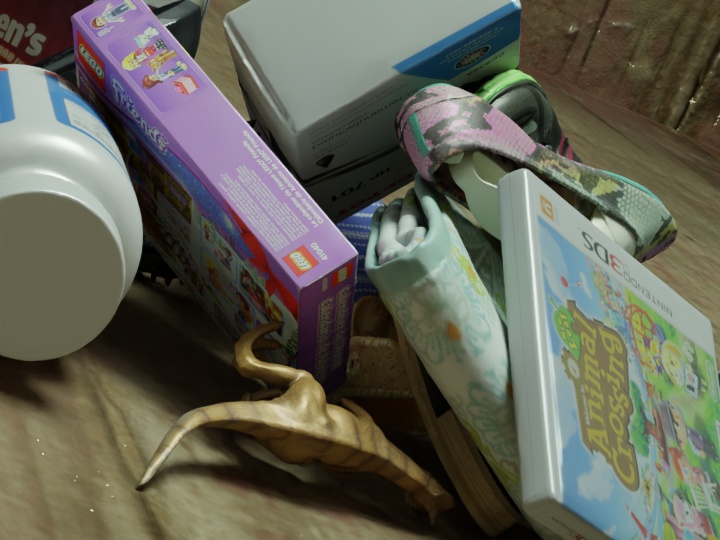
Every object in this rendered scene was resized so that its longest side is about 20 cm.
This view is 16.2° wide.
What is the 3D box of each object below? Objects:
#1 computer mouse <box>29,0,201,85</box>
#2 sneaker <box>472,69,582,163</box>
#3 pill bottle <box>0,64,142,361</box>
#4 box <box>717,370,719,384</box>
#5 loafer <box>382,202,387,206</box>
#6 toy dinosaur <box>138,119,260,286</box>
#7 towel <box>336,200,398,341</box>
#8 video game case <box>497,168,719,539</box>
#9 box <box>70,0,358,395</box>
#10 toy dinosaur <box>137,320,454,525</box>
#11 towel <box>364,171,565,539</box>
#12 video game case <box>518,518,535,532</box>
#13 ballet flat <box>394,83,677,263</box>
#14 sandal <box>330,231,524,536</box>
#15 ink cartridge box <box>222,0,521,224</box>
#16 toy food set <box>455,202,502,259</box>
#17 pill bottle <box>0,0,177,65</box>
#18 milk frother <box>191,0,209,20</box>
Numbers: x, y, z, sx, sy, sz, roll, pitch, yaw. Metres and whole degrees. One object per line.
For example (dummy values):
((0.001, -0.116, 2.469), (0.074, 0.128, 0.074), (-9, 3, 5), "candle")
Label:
((-0.174, -0.092, 1.429), (0.139, 0.200, 0.053), (-115, -179, -80), "computer mouse")
((0.104, -0.051, 1.453), (0.084, 0.077, 0.200), (47, 5, 32), "sneaker")
((-0.165, -0.027, 1.228), (0.112, 0.112, 0.200), (22, 12, -16), "pill bottle")
((0.291, 0.118, 1.453), (0.148, 0.104, 0.200), (53, 7, -10), "box")
((0.030, -0.021, 1.747), (0.200, 0.063, 0.072), (16, 15, -40), "loafer")
((-0.136, -0.038, 1.461), (0.136, 0.102, 0.200), (13, 46, 11), "toy dinosaur")
((0.000, 0.000, 1.528), (0.145, 0.024, 0.200), (6, 38, -44), "towel")
((0.135, 0.070, 1.286), (0.182, 0.022, 0.200), (36, 40, -40), "video game case")
((-0.077, -0.035, 1.309), (0.200, 0.039, 0.137), (50, -21, 22), "box")
((-0.035, 0.071, 1.202), (0.200, 0.060, 0.106), (17, 16, -37), "toy dinosaur")
((0.067, 0.039, 1.317), (0.171, 0.048, 0.200), (55, 10, -10), "towel")
((0.143, 0.132, 1.420), (0.143, 0.018, 0.200), (26, 12, -1), "video game case")
((0.098, -0.032, 1.365), (0.200, 0.069, 0.071), (29, 39, -35), "ballet flat")
((0.017, 0.066, 1.337), (0.078, 0.070, 0.212), (47, 14, -46), "sandal")
((0.011, -0.113, 1.439), (0.086, 0.146, 0.200), (59, -5, 16), "ink cartridge box")
((0.078, 0.004, 1.554), (0.143, 0.060, 0.200), (41, 21, -20), "toy food set")
((-0.177, -0.155, 1.554), (0.110, 0.200, 0.110), (24, 11, -5), "pill bottle")
((-0.227, -0.226, 1.697), (0.188, 0.180, 0.200), (14, 55, -34), "milk frother")
